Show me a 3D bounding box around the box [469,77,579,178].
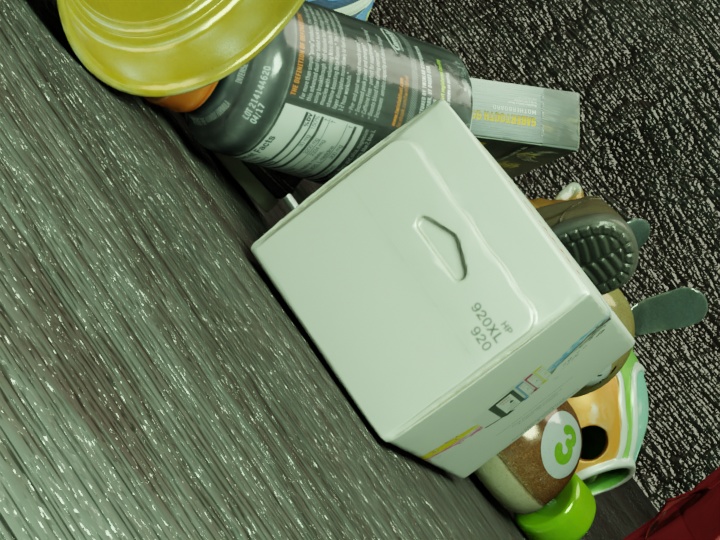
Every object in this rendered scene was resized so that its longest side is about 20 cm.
[{"bbox_3d":[0.062,-0.108,1.787,0.200,0.158,0.049,160,-65,-66],"label":"box"}]

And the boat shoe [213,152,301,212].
[{"bbox_3d":[-0.094,-0.130,1.489,0.200,0.063,0.073,54,5,23],"label":"boat shoe"}]

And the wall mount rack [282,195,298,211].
[{"bbox_3d":[-0.041,-0.127,1.635,0.200,0.074,0.175,-47,142,-56],"label":"wall mount rack"}]

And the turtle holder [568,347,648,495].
[{"bbox_3d":[0.162,0.121,1.819,0.186,0.140,0.132,-51,-126,55],"label":"turtle holder"}]

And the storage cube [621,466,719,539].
[{"bbox_3d":[0.315,0.271,1.794,0.200,0.171,0.180,52,5,-2],"label":"storage cube"}]

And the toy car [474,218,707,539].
[{"bbox_3d":[0.144,0.059,1.541,0.164,0.200,0.158,48,6,-37],"label":"toy car"}]

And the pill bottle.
[{"bbox_3d":[-0.037,-0.112,1.376,0.199,0.106,0.106,16,26,-33],"label":"pill bottle"}]

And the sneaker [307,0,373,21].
[{"bbox_3d":[-0.075,-0.180,1.435,0.199,0.082,0.074,-10,60,-34],"label":"sneaker"}]

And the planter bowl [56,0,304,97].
[{"bbox_3d":[-0.109,-0.204,1.237,0.083,0.201,0.200,37,-5,35],"label":"planter bowl"}]

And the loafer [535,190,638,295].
[{"bbox_3d":[0.088,0.002,1.477,0.071,0.199,0.073,-80,153,-62],"label":"loafer"}]

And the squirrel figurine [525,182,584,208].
[{"bbox_3d":[0.096,-0.029,1.804,0.200,0.186,0.142,14,-74,58],"label":"squirrel figurine"}]

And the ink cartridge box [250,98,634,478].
[{"bbox_3d":[0.053,0.017,1.327,0.147,0.144,0.200,54,5,18],"label":"ink cartridge box"}]
